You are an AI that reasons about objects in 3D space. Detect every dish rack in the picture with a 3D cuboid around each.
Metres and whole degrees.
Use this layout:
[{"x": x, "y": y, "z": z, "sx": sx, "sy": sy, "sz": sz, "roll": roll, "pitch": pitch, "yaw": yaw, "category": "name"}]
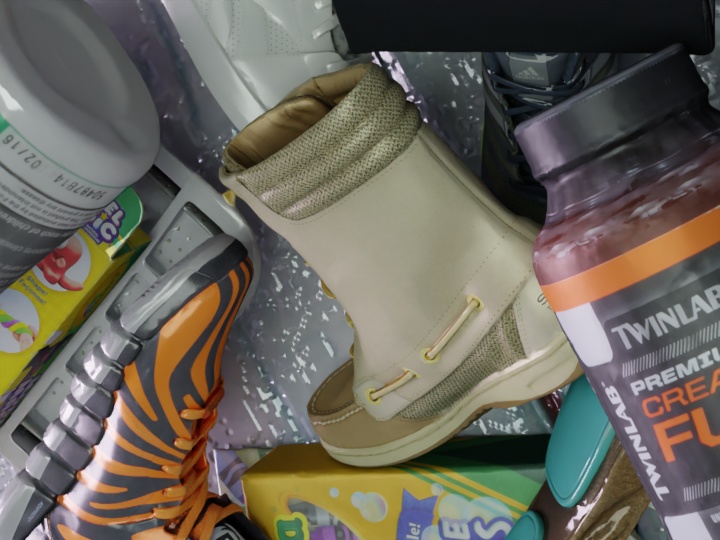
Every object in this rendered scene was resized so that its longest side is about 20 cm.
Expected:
[{"x": -0.150, "y": -0.015, "z": 1.127, "sx": 0.200, "sy": 0.044, "sz": 0.172, "roll": 41, "pitch": 113, "yaw": 6, "category": "dish rack"}]

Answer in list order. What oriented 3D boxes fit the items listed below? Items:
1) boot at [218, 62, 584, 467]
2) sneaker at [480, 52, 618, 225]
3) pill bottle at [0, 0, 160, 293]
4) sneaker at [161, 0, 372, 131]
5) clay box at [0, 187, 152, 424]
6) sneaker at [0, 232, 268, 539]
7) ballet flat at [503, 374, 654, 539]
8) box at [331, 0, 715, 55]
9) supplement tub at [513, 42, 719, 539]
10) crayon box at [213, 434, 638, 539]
[{"x": 0.000, "y": 0.000, "z": 1.012, "sx": 0.155, "sy": 0.073, "sz": 0.200, "roll": 41, "pitch": 148, "yaw": -14, "category": "boot"}, {"x": 0.074, "y": -0.076, "z": 1.012, "sx": 0.074, "sy": 0.081, "sz": 0.200, "roll": 1, "pitch": 103, "yaw": 19, "category": "sneaker"}, {"x": -0.188, "y": -0.029, "z": 1.002, "sx": 0.200, "sy": 0.113, "sz": 0.113, "roll": -38, "pitch": 89, "yaw": 22, "category": "pill bottle"}, {"x": -0.019, "y": -0.127, "z": 1.038, "sx": 0.116, "sy": 0.074, "sz": 0.200, "roll": -34, "pitch": 89, "yaw": 26, "category": "sneaker"}, {"x": -0.181, "y": 0.002, "z": 1.094, "sx": 0.115, "sy": 0.048, "sz": 0.200, "roll": 45, "pitch": 111, "yaw": 6, "category": "clay box"}, {"x": -0.074, "y": 0.081, "z": 1.061, "sx": 0.112, "sy": 0.078, "sz": 0.200, "roll": 39, "pitch": 125, "yaw": 7, "category": "sneaker"}, {"x": 0.100, "y": 0.105, "z": 1.010, "sx": 0.072, "sy": 0.068, "sz": 0.200, "roll": 21, "pitch": 106, "yaw": -15, "category": "ballet flat"}, {"x": 0.065, "y": -0.187, "z": 0.932, "sx": 0.141, "sy": 0.079, "sz": 0.200, "roll": 0, "pitch": 69, "yaw": 13, "category": "box"}, {"x": 0.131, "y": 0.020, "z": 0.901, "sx": 0.107, "sy": 0.107, "sz": 0.200, "roll": -27, "pitch": 92, "yaw": 23, "category": "supplement tub"}, {"x": 0.025, "y": 0.142, "z": 1.099, "sx": 0.200, "sy": 0.052, "sz": 0.126, "roll": -4, "pitch": 101, "yaw": 21, "category": "crayon box"}]
